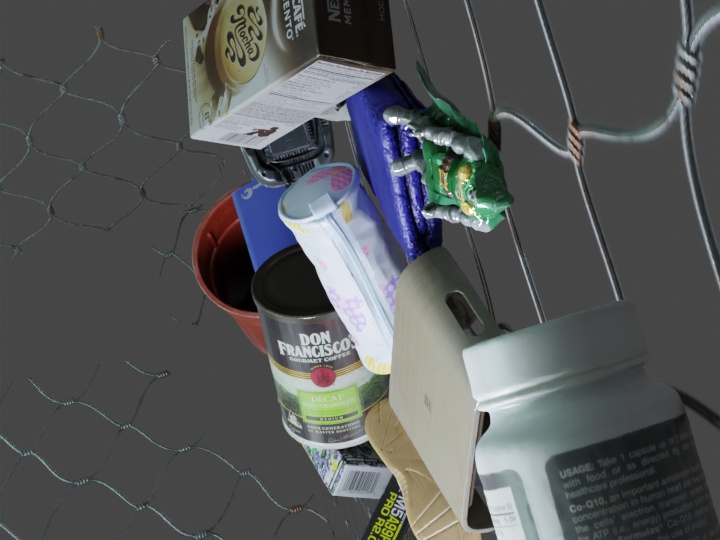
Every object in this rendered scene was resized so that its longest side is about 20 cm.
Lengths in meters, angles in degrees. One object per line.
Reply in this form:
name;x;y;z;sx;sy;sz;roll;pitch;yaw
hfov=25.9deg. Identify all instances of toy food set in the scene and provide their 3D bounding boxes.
toy food set;0.081;0.100;1.271;0.202;0.060;0.144;92;155;-45

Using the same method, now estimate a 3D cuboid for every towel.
towel;0.028;-0.110;1.332;0.201;0.049;0.149;-114;8;-59

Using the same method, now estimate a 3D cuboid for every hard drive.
hard drive;-0.078;-0.040;1.957;0.025;0.131;0.202;34;-148;-58

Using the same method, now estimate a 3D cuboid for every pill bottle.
pill bottle;0.124;0.124;0.803;0.113;0.112;0.203;130;124;-81

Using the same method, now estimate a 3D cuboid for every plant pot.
plant pot;-0.103;0.013;2.084;0.196;0.198;0.203;70;180;-61

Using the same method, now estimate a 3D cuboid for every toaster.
toaster;-0.094;-0.176;1.872;0.129;0.112;0.203;162;90;-87

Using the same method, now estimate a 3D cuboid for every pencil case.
pencil case;0.000;0.000;1.419;0.091;0.082;0.201;-84;-30;-55

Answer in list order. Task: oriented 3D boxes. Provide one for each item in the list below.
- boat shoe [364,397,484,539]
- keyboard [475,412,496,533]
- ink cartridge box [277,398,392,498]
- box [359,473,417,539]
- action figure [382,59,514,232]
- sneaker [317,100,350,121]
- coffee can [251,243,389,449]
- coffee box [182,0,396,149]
boat shoe;0.076;0.218;1.586;0.069;0.070;0.201;36;-158;-57
keyboard;0.112;0.175;1.370;0.200;0.020;0.129;135;125;-83
ink cartridge box;-0.017;0.202;1.935;0.200;0.108;0.051;53;127;50
box;0.035;0.312;1.768;0.161;0.044;0.201;-61;-15;-26
action figure;0.064;-0.073;1.110;0.200;0.054;0.120;-135;33;-68
sneaker;-0.064;-0.174;1.486;0.200;0.114;0.077;-9;-89;-81
coffee can;-0.039;0.087;1.844;0.147;0.144;0.202;-115;12;-53
coffee box;-0.063;-0.188;1.295;0.199;0.079;0.115;-24;67;50
